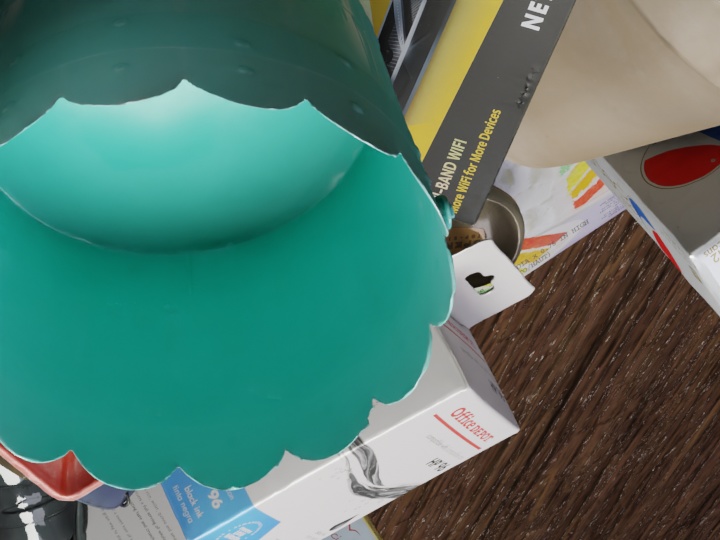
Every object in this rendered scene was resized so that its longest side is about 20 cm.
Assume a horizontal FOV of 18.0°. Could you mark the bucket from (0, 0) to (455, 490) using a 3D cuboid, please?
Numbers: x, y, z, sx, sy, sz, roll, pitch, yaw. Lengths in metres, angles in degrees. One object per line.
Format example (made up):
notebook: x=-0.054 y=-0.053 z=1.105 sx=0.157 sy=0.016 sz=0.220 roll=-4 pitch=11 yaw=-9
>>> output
bucket: x=-0.071 y=-0.028 z=0.875 sx=0.207 sy=0.135 sz=0.207 roll=-3 pitch=131 yaw=-4

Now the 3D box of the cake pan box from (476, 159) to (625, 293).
cake pan box: x=0.066 y=-0.045 z=1.267 sx=0.200 sy=0.052 sz=0.184 roll=-33 pitch=154 yaw=0

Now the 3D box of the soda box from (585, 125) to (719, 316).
soda box: x=0.158 y=-0.050 z=1.096 sx=0.068 sy=0.200 sz=0.064 roll=-35 pitch=122 yaw=2

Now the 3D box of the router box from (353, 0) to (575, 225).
router box: x=0.003 y=-0.117 z=0.934 sx=0.157 sy=0.052 sz=0.200 roll=17 pitch=142 yaw=-2

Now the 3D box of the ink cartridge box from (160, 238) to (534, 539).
ink cartridge box: x=0.004 y=0.071 z=1.146 sx=0.200 sy=0.068 sz=0.116 roll=-30 pitch=160 yaw=8

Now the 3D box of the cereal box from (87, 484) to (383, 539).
cereal box: x=-0.104 y=0.157 z=1.310 sx=0.200 sy=0.144 sz=0.040 roll=-33 pitch=162 yaw=0

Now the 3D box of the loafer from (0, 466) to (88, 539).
loafer: x=-0.175 y=0.119 z=1.211 sx=0.068 sy=0.070 sz=0.201 roll=-16 pitch=139 yaw=-16

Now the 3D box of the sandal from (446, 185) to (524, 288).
sandal: x=0.000 y=0.000 z=1.148 sx=0.200 sy=0.054 sz=0.080 roll=-10 pitch=122 yaw=-22

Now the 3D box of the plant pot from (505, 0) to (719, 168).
plant pot: x=0.121 y=-0.134 z=1.029 sx=0.173 sy=0.200 sz=0.200 roll=-32 pitch=162 yaw=38

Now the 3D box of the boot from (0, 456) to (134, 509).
boot: x=-0.128 y=0.078 z=1.180 sx=0.097 sy=0.075 sz=0.200 roll=-57 pitch=158 yaw=-7

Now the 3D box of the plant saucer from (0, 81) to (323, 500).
plant saucer: x=-0.119 y=-0.007 z=0.999 sx=0.200 sy=0.037 sz=0.200 roll=-32 pitch=126 yaw=18
